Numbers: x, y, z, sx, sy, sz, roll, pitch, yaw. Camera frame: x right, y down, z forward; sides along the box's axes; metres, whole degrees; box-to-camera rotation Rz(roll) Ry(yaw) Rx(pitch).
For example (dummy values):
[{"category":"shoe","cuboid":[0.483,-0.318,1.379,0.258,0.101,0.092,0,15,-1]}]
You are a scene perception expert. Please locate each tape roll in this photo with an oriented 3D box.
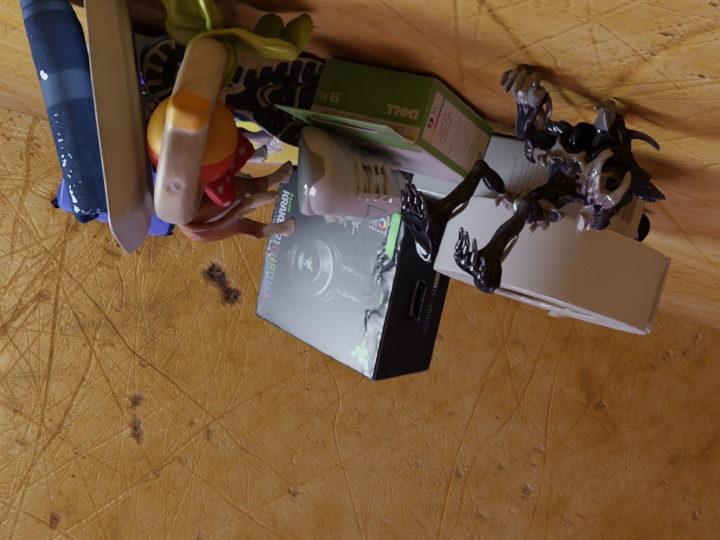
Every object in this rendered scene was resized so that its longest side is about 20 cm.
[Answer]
[{"category":"tape roll","cuboid":[0.170,-0.004,0.942,0.202,0.071,0.202,18,178,1]}]

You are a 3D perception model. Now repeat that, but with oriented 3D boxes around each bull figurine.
[{"category":"bull figurine","cuboid":[-0.130,-0.094,0.914,0.121,0.065,0.200,-4,-136,-18]}]

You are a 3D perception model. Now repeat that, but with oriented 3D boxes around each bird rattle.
[{"category":"bird rattle","cuboid":[-0.122,-0.105,0.745,0.112,0.200,0.163,22,-141,-9]}]

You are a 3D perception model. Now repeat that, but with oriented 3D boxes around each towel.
[{"category":"towel","cuboid":[-0.250,-0.144,0.923,0.048,0.201,0.112,-14,-176,-10]}]

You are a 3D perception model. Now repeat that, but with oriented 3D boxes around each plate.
[{"category":"plate","cuboid":[-0.184,-0.120,0.812,0.032,0.201,0.200,-6,177,-9]}]

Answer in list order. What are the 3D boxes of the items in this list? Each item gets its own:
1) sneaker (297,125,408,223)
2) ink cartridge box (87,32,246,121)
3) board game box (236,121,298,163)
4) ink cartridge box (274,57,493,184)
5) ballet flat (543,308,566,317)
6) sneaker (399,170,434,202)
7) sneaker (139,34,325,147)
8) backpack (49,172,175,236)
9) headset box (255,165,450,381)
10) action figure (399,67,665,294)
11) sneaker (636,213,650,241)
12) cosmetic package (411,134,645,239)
[{"category":"sneaker","cuboid":[-0.004,-0.077,0.865,0.080,0.071,0.200,1,179,11]},{"category":"ink cartridge box","cuboid":[-0.177,-0.194,1.065,0.199,0.044,0.198,15,-179,-20]},{"category":"board game box","cuboid":[-0.068,-0.132,1.101,0.199,0.041,0.153,6,-174,30]},{"category":"ink cartridge box","cuboid":[0.026,-0.127,0.868,0.103,0.060,0.200,17,179,27]},{"category":"ballet flat","cuboid":[0.255,-0.015,1.140,0.069,0.070,0.200,16,142,4]},{"category":"sneaker","cuboid":[0.115,-0.089,1.146,0.199,0.079,0.079,15,173,15]},{"category":"sneaker","cuboid":[-0.095,-0.165,0.901,0.199,0.079,0.089,13,-159,-30]},{"category":"backpack","cuboid":[-0.280,-0.164,1.339,0.162,0.168,0.200,20,-149,-15]},{"category":"headset box","cuboid":[0.000,0.000,1.093,0.200,0.175,0.093,26,-159,39]},{"category":"action figure","cuboid":[0.130,-0.069,0.707,0.119,0.200,0.102,43,153,27]},{"category":"sneaker","cuboid":[0.270,-0.031,1.262,0.099,0.070,0.200,-25,-175,-29]},{"category":"cosmetic package","cuboid":[0.161,-0.080,1.007,0.199,0.072,0.101,17,180,33]}]
